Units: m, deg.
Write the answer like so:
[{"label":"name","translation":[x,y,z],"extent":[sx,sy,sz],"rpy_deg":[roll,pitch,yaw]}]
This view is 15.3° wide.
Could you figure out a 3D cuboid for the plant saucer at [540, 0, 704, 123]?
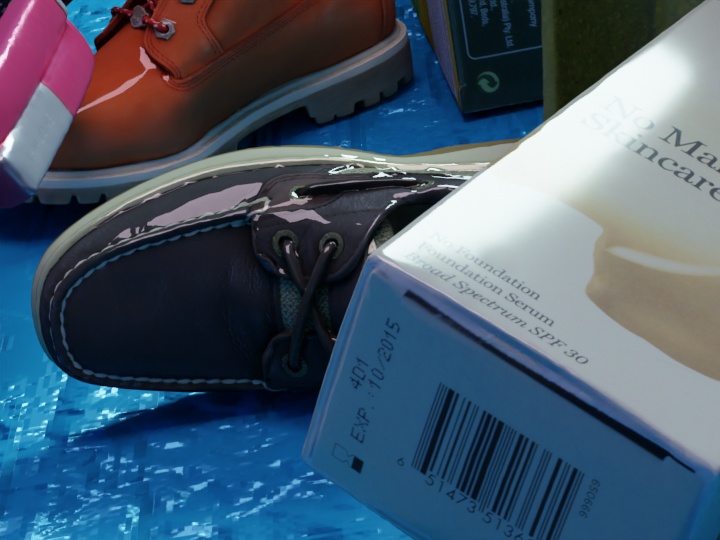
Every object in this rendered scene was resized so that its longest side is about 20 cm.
[{"label":"plant saucer","translation":[0.154,-0.102,0.839],"extent":[0.199,0.201,0.048],"rpy_deg":[4,11,31]}]

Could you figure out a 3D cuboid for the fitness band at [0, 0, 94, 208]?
[{"label":"fitness band","translation":[-0.162,-0.031,0.918],"extent":[0.143,0.037,0.200],"rpy_deg":[-30,21,23]}]

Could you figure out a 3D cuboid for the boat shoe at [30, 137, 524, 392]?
[{"label":"boat shoe","translation":[0.001,0.001,0.806],"extent":[0.200,0.072,0.066],"rpy_deg":[-8,16,-6]}]

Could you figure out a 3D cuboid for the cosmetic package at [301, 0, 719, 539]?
[{"label":"cosmetic package","translation":[0.084,0.007,0.707],"extent":[0.105,0.071,0.200],"rpy_deg":[31,38,16]}]

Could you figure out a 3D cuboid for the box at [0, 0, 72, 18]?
[{"label":"box","translation":[-0.160,-0.166,1.102],"extent":[0.196,0.124,0.200],"rpy_deg":[-41,15,18]}]

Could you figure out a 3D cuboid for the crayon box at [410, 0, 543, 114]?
[{"label":"crayon box","translation":[0.042,-0.157,1.097],"extent":[0.051,0.126,0.200],"rpy_deg":[-11,22,-3]}]

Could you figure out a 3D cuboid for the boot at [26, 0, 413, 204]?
[{"label":"boot","translation":[-0.071,-0.095,1.028],"extent":[0.200,0.108,0.075],"rpy_deg":[-28,31,-33]}]
